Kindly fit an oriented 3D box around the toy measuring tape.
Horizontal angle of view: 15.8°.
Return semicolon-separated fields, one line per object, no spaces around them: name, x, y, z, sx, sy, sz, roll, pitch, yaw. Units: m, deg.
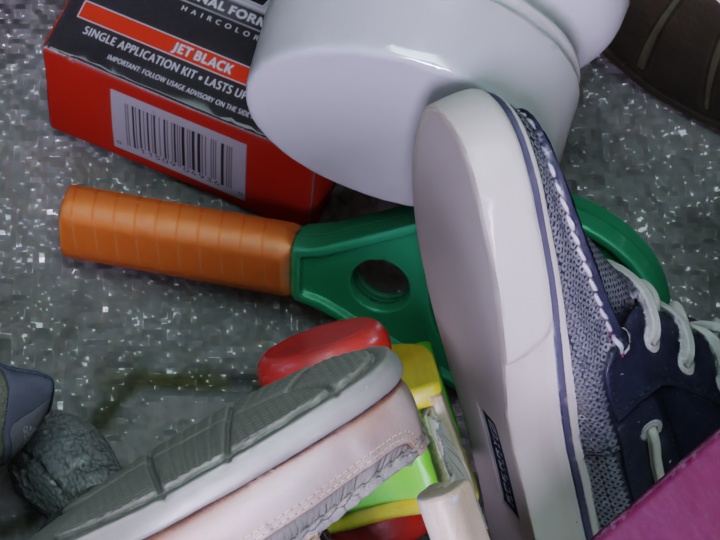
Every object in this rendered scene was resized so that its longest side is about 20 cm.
toy measuring tape;-0.003;0.058;0.748;0.073;0.200;0.074;0;100;-2

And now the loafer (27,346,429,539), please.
loafer;-0.065;0.091;0.649;0.200;0.072;0.063;-30;98;2

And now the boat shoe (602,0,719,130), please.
boat shoe;0.150;-0.082;0.880;0.200;0.072;0.068;34;64;1

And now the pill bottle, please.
pill bottle;0.036;-0.128;0.798;0.114;0.114;0.201;14;67;3

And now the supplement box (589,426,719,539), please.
supplement box;0.133;0.094;0.653;0.103;0.200;0.131;-9;58;-55

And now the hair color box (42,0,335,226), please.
hair color box;-0.020;-0.124;0.887;0.101;0.061;0.200;22;66;6

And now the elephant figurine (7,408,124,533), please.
elephant figurine;-0.051;0.117;0.726;0.200;0.155;0.141;51;48;6

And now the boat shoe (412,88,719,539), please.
boat shoe;0.077;0.024;0.765;0.092;0.200;0.075;-20;36;-10

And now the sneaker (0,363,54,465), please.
sneaker;-0.170;0.003;0.815;0.081;0.074;0.200;-25;62;-28

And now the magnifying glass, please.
magnifying glass;0.000;0.000;0.835;0.199;0.080;0.022;9;36;10
